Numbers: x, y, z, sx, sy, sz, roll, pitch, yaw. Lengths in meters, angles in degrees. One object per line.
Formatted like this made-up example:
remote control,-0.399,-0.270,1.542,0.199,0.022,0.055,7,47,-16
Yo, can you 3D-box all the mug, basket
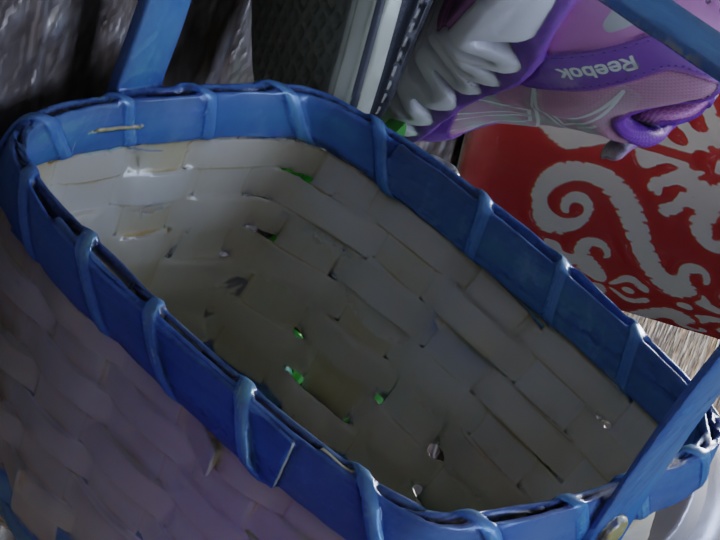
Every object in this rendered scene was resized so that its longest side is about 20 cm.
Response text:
mug,0.158,-0.039,1.074,0.178,0.200,0.134,-42,147,-59
basket,0.000,0.000,0.643,0.139,0.176,0.200,-17,143,-47

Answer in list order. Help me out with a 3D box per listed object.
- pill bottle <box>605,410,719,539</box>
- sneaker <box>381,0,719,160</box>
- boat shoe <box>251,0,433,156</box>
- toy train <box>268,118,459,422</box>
pill bottle,0.112,0.096,1.244,0.200,0.114,0.115,40,70,-73
sneaker,0.061,-0.068,0.844,0.200,0.088,0.081,154,-41,-79
boat shoe,0.024,-0.122,0.739,0.075,0.062,0.200,17,-90,62
toy train,-0.008,0.041,0.881,0.042,0.056,0.200,-47,153,-55
